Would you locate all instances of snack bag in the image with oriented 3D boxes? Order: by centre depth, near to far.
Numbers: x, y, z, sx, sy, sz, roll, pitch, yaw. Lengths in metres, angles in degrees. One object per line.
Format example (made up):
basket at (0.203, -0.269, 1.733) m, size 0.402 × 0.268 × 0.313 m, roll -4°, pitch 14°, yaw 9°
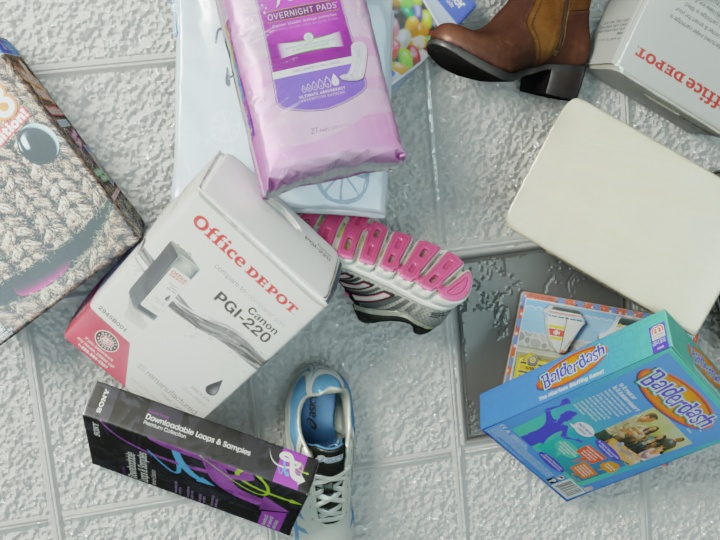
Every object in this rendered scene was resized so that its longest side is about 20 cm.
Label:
snack bag at (-0.069, -0.142, 0.898) m, size 0.196 × 0.021 × 0.193 m, roll 1°, pitch 95°, yaw -7°

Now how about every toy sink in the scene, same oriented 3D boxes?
toy sink at (0.243, -0.050, 0.952) m, size 0.198 × 0.112 × 0.132 m, roll 29°, pitch 95°, yaw 4°

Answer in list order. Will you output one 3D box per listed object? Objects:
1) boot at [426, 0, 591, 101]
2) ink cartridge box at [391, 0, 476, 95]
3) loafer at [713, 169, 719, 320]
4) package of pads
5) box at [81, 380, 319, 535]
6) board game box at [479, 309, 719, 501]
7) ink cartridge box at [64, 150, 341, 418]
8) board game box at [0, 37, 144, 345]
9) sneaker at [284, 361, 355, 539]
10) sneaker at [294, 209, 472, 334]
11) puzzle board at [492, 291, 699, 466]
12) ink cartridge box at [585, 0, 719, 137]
boot at (0.149, -0.265, 0.914) m, size 0.185 × 0.068 × 0.204 m, roll 6°, pitch 98°, yaw -30°
ink cartridge box at (0.018, -0.234, 0.932) m, size 0.200 × 0.042 × 0.119 m, roll -46°, pitch 104°, yaw -3°
loafer at (0.373, 0.003, 1.010) m, size 0.071 × 0.063 × 0.204 m, roll -7°, pitch 105°, yaw 30°
package of pads at (-0.044, -0.166, 0.835) m, size 0.118 × 0.076 × 0.204 m, roll -12°, pitch 84°, yaw -13°
box at (-0.141, 0.167, 0.896) m, size 0.197 × 0.144 × 0.037 m, roll 21°, pitch 61°, yaw 0°
board game box at (0.232, 0.131, 0.952) m, size 0.198 × 0.046 × 0.152 m, roll -29°, pitch 127°, yaw 30°
ink cartridge box at (-0.133, 0.023, 0.881) m, size 0.145 × 0.085 × 0.200 m, roll 41°, pitch 114°, yaw -14°
board game box at (-0.303, -0.066, 0.866) m, size 0.159 × 0.097 × 0.201 m, roll -37°, pitch 104°, yaw -3°
sneaker at (-0.037, 0.189, 0.970) m, size 0.070 × 0.072 × 0.204 m, roll -6°, pitch 101°, yaw -11°
sneaker at (0.000, 0.000, 0.944) m, size 0.197 × 0.074 × 0.088 m, roll 24°, pitch 137°, yaw 4°
puzzle board at (0.239, 0.112, 1.038) m, size 0.196 × 0.017 × 0.154 m, roll 10°, pitch 97°, yaw -12°
ink cartridge box at (0.317, -0.245, 0.962) m, size 0.143 × 0.084 × 0.203 m, roll 26°, pitch 92°, yaw -14°
